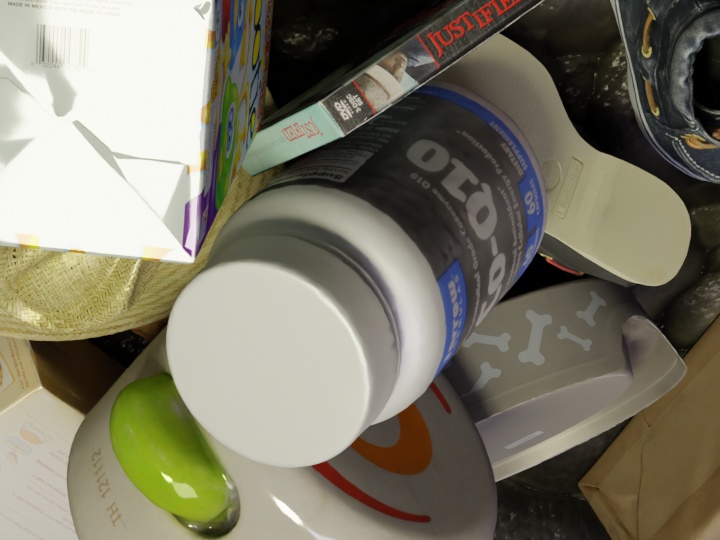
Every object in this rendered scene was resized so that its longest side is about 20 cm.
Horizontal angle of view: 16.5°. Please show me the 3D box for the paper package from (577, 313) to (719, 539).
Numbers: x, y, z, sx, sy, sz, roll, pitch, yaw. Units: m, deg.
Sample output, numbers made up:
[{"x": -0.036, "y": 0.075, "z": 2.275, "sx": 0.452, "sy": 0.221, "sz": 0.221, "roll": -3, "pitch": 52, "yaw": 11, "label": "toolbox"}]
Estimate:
[{"x": 0.270, "y": 0.121, "z": 1.515, "sx": 0.200, "sy": 0.104, "sz": 0.191, "roll": 9, "pitch": 130, "yaw": -35, "label": "paper package"}]

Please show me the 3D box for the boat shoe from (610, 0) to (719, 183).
[{"x": 0.175, "y": -0.085, "z": 1.240, "sx": 0.071, "sy": 0.091, "sz": 0.200, "roll": -28, "pitch": 141, "yaw": 5, "label": "boat shoe"}]

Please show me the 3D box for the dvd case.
[{"x": 0.044, "y": -0.110, "z": 1.084, "sx": 0.200, "sy": 0.022, "sz": 0.146, "roll": -37, "pitch": -173, "yaw": -16, "label": "dvd case"}]

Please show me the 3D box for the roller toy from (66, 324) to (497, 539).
[{"x": -0.039, "y": 0.106, "z": 1.183, "sx": 0.200, "sy": 0.183, "sz": 0.140, "roll": 38, "pitch": 119, "yaw": -12, "label": "roller toy"}]

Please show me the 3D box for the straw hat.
[{"x": -0.128, "y": -0.020, "z": 1.123, "sx": 0.201, "sy": 0.085, "sz": 0.201, "roll": -3, "pitch": 125, "yaw": -5, "label": "straw hat"}]

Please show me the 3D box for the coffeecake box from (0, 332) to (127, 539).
[{"x": -0.203, "y": 0.120, "z": 1.292, "sx": 0.200, "sy": 0.073, "sz": 0.153, "roll": -35, "pitch": 139, "yaw": 13, "label": "coffeecake box"}]

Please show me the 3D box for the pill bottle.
[{"x": 0.000, "y": 0.000, "z": 1.101, "sx": 0.114, "sy": 0.114, "sz": 0.200, "roll": -57, "pitch": 174, "yaw": 34, "label": "pill bottle"}]

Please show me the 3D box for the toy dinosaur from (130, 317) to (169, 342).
[{"x": -0.094, "y": 0.022, "z": 1.264, "sx": 0.106, "sy": 0.060, "sz": 0.200, "roll": -30, "pitch": 132, "yaw": 27, "label": "toy dinosaur"}]

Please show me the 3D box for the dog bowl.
[{"x": 0.073, "y": 0.067, "z": 1.336, "sx": 0.200, "sy": 0.059, "sz": 0.200, "roll": -21, "pitch": 166, "yaw": -6, "label": "dog bowl"}]

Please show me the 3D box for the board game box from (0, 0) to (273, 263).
[{"x": -0.096, "y": -0.086, "z": 0.975, "sx": 0.105, "sy": 0.200, "sz": 0.103, "roll": 6, "pitch": 109, "yaw": 4, "label": "board game box"}]

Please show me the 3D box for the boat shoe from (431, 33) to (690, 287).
[{"x": 0.080, "y": -0.056, "z": 1.239, "sx": 0.201, "sy": 0.063, "sz": 0.074, "roll": 36, "pitch": 75, "yaw": -33, "label": "boat shoe"}]
